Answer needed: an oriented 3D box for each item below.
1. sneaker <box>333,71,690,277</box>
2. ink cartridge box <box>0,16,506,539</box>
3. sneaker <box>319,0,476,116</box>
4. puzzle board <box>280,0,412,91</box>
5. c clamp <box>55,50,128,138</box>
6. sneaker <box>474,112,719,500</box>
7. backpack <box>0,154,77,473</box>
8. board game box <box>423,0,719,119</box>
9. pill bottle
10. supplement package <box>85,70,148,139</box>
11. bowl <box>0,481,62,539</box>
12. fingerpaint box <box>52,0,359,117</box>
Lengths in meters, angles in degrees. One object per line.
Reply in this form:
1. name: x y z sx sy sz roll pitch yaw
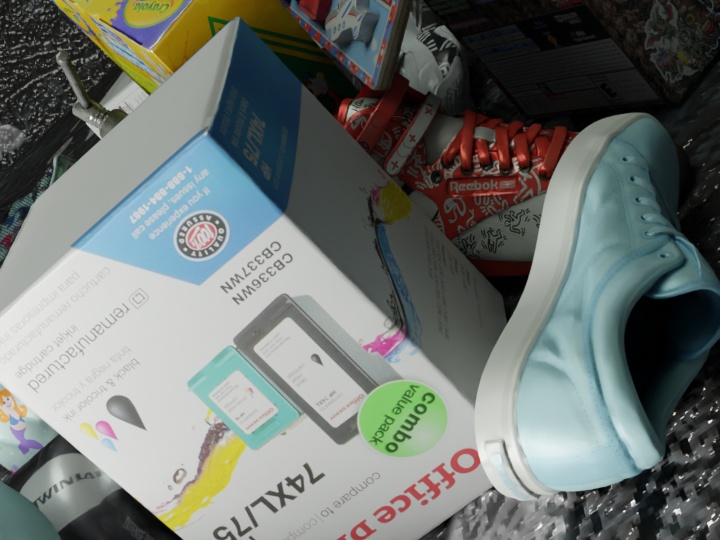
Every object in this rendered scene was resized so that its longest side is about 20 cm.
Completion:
1. sneaker: 0.055 -0.054 0.673 0.200 0.108 0.068 -14 36 40
2. ink cartridge box: -0.044 0.023 0.612 0.146 0.200 0.146 -38 21 18
3. sneaker: 0.013 -0.133 0.922 0.114 0.076 0.201 -16 36 3
4. puzzle board: -0.008 -0.197 0.712 0.200 0.017 0.152 -130 50 -58
5. c clamp: -0.099 -0.049 0.851 0.027 0.199 0.171 -56 -5 -11
6. sneaker: 0.114 0.008 0.535 0.081 0.074 0.201 -9 42 36
7. backpack: -0.161 0.042 0.855 0.150 0.177 0.201 -27 38 34
8. board game box: 0.100 -0.192 0.751 0.097 0.200 0.159 -50 20 -14
9. pill bottle: -0.163 0.157 0.732 0.200 0.106 0.106 -41 19 14
10. supplement package: -0.129 -0.155 1.220 0.110 0.156 0.201 -32 23 31
11. bowl: -0.211 0.172 0.635 0.200 0.202 0.105 -40 -21 15
12. fingerpaint box: -0.084 -0.124 0.791 0.073 0.167 0.200 -49 36 -4
